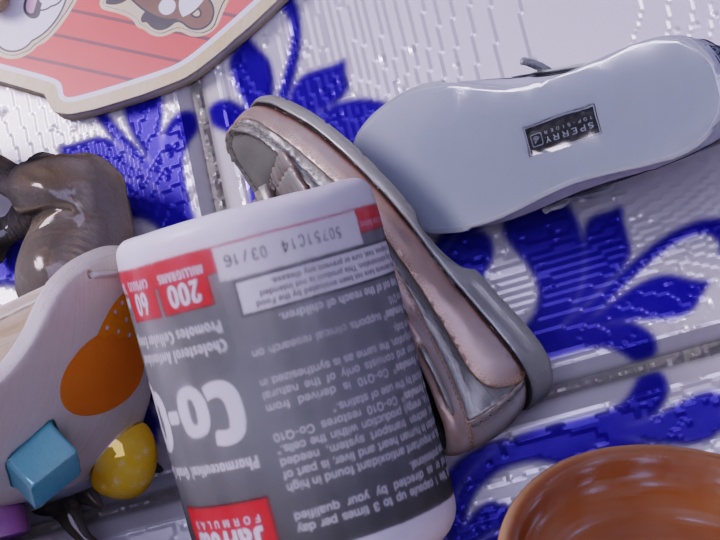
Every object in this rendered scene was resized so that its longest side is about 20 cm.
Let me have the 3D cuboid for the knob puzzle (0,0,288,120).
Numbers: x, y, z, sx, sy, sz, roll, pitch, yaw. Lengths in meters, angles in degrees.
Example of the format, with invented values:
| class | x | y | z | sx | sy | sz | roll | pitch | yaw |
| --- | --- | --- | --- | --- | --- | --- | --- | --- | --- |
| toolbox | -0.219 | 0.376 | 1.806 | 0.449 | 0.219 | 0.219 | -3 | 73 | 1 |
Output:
| class | x | y | z | sx | sy | sz | roll | pitch | yaw |
| --- | --- | --- | --- | --- | --- | --- | --- | --- | --- |
| knob puzzle | -0.125 | -0.174 | 0.933 | 0.219 | 0.030 | 0.221 | -3 | 74 | 12 |

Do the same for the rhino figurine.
| class | x | y | z | sx | sy | sz | roll | pitch | yaw |
| --- | --- | --- | --- | --- | --- | --- | --- | --- | --- |
| rhino figurine | -0.141 | 0.035 | 0.866 | 0.087 | 0.060 | 0.201 | -14 | 74 | 13 |

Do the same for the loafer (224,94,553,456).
| class | x | y | z | sx | sy | sz | roll | pitch | yaw |
| --- | --- | --- | --- | --- | --- | --- | --- | --- | --- |
| loafer | 0.000 | 0.000 | 0.829 | 0.063 | 0.072 | 0.200 | -38 | 72 | -23 |

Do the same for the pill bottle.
| class | x | y | z | sx | sy | sz | roll | pitch | yaw |
| --- | --- | --- | --- | --- | --- | --- | --- | --- | --- |
| pill bottle | -0.025 | 0.071 | 0.763 | 0.113 | 0.114 | 0.201 | -15 | 91 | 9 |

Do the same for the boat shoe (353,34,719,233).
| class | x | y | z | sx | sy | sz | roll | pitch | yaw |
| --- | --- | --- | --- | --- | --- | --- | --- | --- | --- |
| boat shoe | 0.089 | -0.065 | 0.833 | 0.199 | 0.068 | 0.074 | -19 | 82 | 33 |

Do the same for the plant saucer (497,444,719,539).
| class | x | y | z | sx | sy | sz | roll | pitch | yaw |
| --- | --- | --- | --- | --- | --- | --- | --- | --- | --- |
| plant saucer | 0.147 | 0.148 | 0.724 | 0.200 | 0.200 | 0.038 | 29 | 125 | 18 |

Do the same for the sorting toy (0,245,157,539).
| class | x | y | z | sx | sy | sz | roll | pitch | yaw |
| --- | --- | --- | --- | --- | --- | --- | --- | --- | --- |
| sorting toy | -0.199 | 0.082 | 0.763 | 0.199 | 0.180 | 0.107 | -23 | 88 | 29 |
